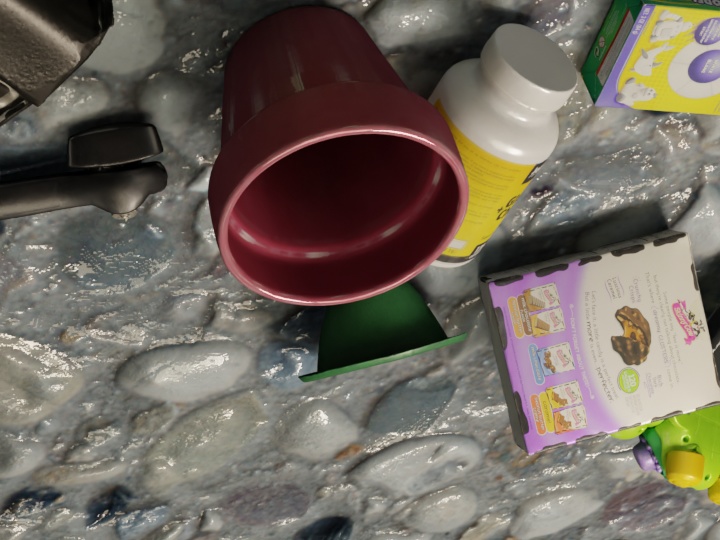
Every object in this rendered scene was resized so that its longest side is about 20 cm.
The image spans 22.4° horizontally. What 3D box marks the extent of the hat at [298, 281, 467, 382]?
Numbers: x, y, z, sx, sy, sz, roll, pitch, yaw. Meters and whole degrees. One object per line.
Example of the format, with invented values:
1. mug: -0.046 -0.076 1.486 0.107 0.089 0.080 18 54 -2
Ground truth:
1. hat: 0.000 0.000 1.690 0.164 0.178 0.200 -15 178 -5

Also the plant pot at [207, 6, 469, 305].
1. plant pot: -0.031 -0.102 1.437 0.198 0.180 0.201 -10 139 -9

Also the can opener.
1. can opener: -0.256 -0.067 1.503 0.198 0.080 0.063 -13 179 0

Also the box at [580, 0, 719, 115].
1. box: 0.301 -0.189 1.559 0.198 0.049 0.118 0 137 -22

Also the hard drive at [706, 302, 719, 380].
1. hard drive: 0.418 0.050 1.815 0.139 0.033 0.201 32 98 -36

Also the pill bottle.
1. pill bottle: 0.097 -0.106 1.530 0.111 0.113 0.201 10 133 -29

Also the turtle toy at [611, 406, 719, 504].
1. turtle toy: 0.327 0.157 1.891 0.199 0.147 0.101 25 158 -38

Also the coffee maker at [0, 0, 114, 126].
1. coffee maker: -0.279 -0.223 1.274 0.192 0.135 0.200 -50 136 2

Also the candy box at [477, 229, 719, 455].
1. candy box: 0.228 0.066 1.729 0.198 0.170 0.072 -14 -175 -4
